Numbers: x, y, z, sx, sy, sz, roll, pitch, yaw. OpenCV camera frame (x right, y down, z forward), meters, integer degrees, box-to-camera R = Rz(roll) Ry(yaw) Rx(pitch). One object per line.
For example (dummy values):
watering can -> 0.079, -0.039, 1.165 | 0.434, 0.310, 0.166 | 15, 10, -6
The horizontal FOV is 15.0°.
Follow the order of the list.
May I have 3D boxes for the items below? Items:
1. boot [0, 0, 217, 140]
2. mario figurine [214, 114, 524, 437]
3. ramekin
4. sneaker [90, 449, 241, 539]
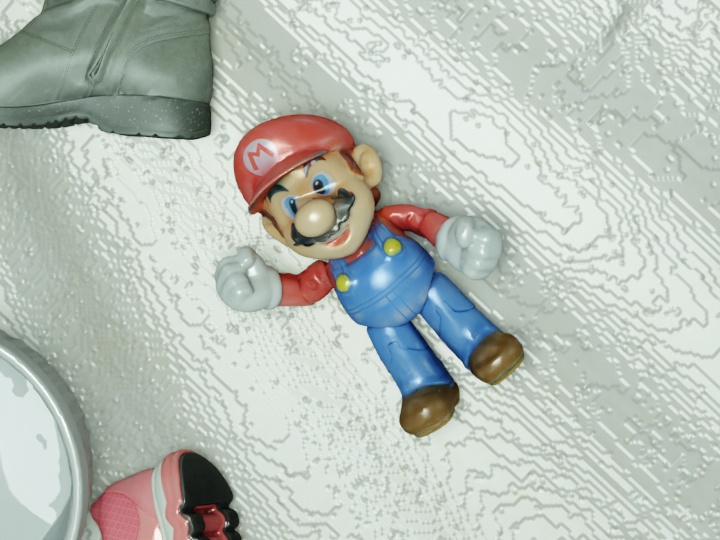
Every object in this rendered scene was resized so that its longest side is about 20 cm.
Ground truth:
boot -> -0.174, -0.146, 1.572 | 0.199, 0.068, 0.131 | 4, 91, -2
mario figurine -> 0.000, 0.000, 1.537 | 0.123, 0.106, 0.200 | -44, 99, -26
ramekin -> -0.248, 0.119, 1.578 | 0.199, 0.105, 0.201 | 0, 95, 6
sneaker -> -0.107, 0.210, 1.589 | 0.087, 0.074, 0.201 | -17, 78, 25
